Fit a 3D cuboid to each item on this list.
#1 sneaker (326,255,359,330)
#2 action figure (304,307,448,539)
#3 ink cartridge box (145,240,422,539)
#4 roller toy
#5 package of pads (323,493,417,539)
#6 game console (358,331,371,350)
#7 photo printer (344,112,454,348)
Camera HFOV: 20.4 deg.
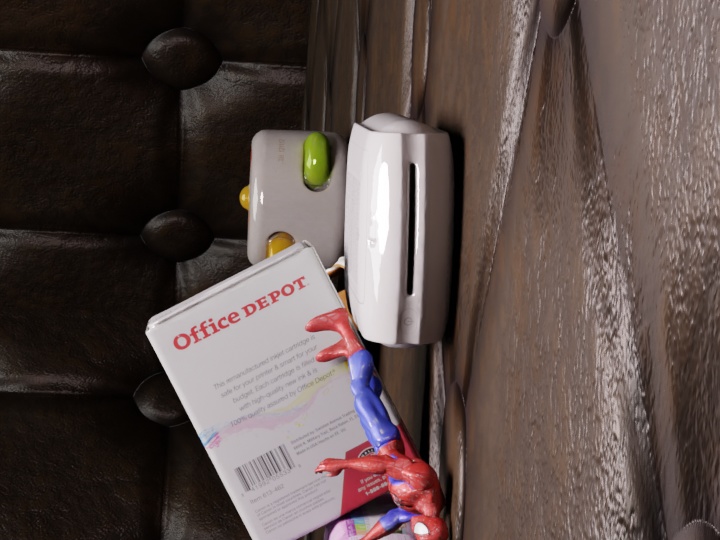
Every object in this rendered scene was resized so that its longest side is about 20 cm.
[{"bbox_3d":[0.000,0.000,1.765,0.200,0.084,0.073,-97,8,-73],"label":"sneaker"},{"bbox_3d":[-0.007,0.130,1.434,0.200,0.099,0.065,57,172,36],"label":"action figure"},{"bbox_3d":[-0.059,0.095,1.559,0.200,0.145,0.083,64,178,-7],"label":"ink cartridge box"},{"bbox_3d":[-0.089,-0.090,2.629,0.182,0.139,0.201,-106,18,-78],"label":"roller toy"},{"bbox_3d":[0.010,0.251,1.535,0.200,0.075,0.121,-116,26,-81],"label":"package of pads"},{"bbox_3d":[0.004,0.152,2.053,0.173,0.119,0.200,-55,-9,-23],"label":"game console"},{"bbox_3d":[0.028,-0.031,1.485,0.200,0.069,0.167,-128,39,-83],"label":"photo printer"}]
